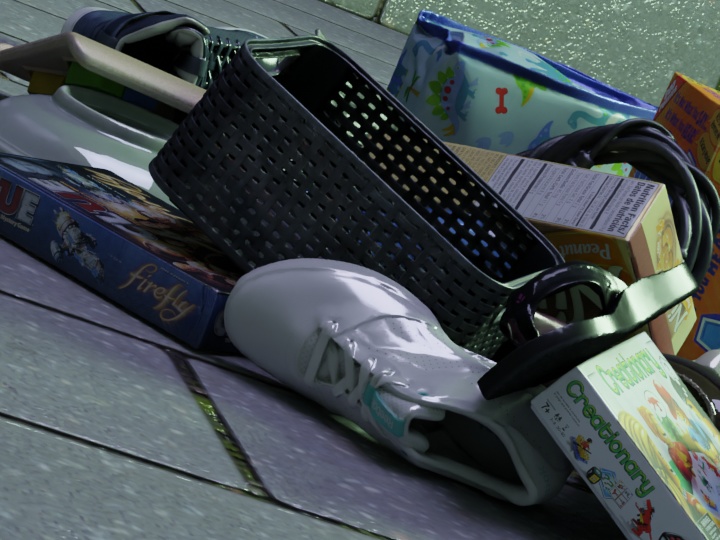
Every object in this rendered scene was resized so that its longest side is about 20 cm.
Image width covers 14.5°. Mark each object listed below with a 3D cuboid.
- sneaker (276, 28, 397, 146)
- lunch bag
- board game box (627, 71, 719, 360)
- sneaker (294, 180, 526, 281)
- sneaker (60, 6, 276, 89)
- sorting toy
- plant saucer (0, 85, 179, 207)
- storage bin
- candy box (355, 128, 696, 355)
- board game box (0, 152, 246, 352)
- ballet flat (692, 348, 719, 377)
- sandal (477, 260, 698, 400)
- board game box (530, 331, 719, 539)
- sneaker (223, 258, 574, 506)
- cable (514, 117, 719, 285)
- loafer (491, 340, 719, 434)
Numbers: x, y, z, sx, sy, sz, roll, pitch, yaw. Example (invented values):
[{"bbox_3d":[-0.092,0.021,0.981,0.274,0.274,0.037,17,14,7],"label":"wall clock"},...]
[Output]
[{"bbox_3d":[0.010,-0.074,1.910,0.060,0.104,0.200,-18,-29,26],"label":"sneaker"},{"bbox_3d":[0.105,-0.072,2.041,0.200,0.170,0.127,19,14,-20],"label":"lunch bag"},{"bbox_3d":[0.280,0.006,1.923,0.200,0.200,0.200,22,9,-8],"label":"board game box"},{"bbox_3d":[0.000,0.000,1.663,0.200,0.066,0.078,12,45,15],"label":"sneaker"},{"bbox_3d":[-0.120,-0.159,2.227,0.202,0.077,0.146,8,4,-25],"label":"sneaker"},{"bbox_3d":[-0.150,-0.111,1.942,0.185,0.036,0.200,23,-6,-24],"label":"sorting toy"},{"bbox_3d":[-0.153,-0.076,1.823,0.200,0.050,0.200,23,10,-4],"label":"plant saucer"},{"bbox_3d":[-0.001,-0.029,1.555,0.200,0.094,0.135,44,19,11],"label":"storage bin"},{"bbox_3d":[0.093,-0.012,1.699,0.200,0.055,0.115,12,-39,30],"label":"candy box"},{"bbox_3d":[-0.118,-0.009,1.580,0.200,0.035,0.135,29,11,31],"label":"board game box"},{"bbox_3d":[0.226,0.079,1.630,0.200,0.070,0.067,9,33,30],"label":"ballet flat"},{"bbox_3d":[0.107,0.022,1.441,0.048,0.075,0.200,59,28,5],"label":"sandal"},{"bbox_3d":[0.155,0.099,1.465,0.126,0.035,0.200,53,14,6],"label":"board game box"},{"bbox_3d":[0.016,0.059,1.439,0.200,0.075,0.088,26,21,8],"label":"sneaker"},{"bbox_3d":[0.135,-0.013,1.794,0.163,0.200,0.051,19,-23,33],"label":"cable"},{"bbox_3d":[0.125,0.073,1.618,0.200,0.073,0.071,18,9,35],"label":"loafer"}]
